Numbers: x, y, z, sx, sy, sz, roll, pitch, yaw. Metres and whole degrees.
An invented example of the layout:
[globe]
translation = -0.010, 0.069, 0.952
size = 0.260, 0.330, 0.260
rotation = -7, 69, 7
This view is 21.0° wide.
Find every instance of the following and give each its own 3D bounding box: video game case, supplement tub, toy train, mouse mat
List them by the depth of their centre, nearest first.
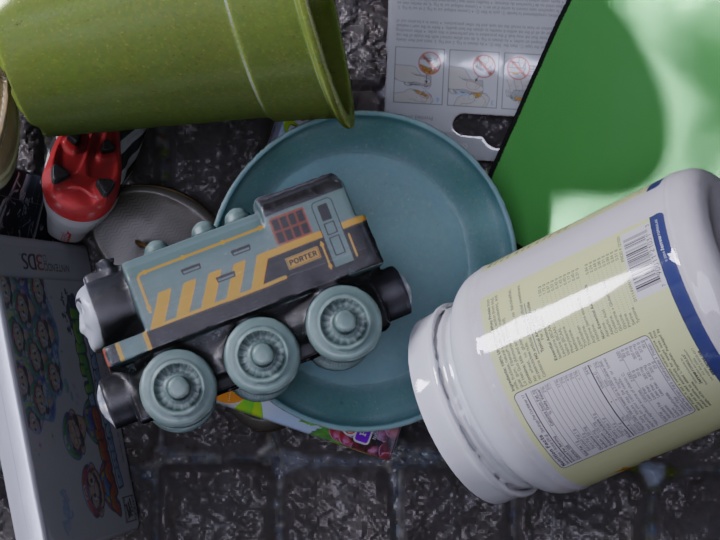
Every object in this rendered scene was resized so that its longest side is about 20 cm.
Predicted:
[supplement tub]
translation = 0.143, 0.043, 1.136
size = 0.199, 0.145, 0.146
rotation = -27, 84, 25
[toy train]
translation = -0.071, 0.022, 1.166
size = 0.199, 0.085, 0.115
rotation = -21, 84, -6
[mouse mat]
translation = 0.168, -0.088, 1.226
size = 0.160, 0.008, 0.201
rotation = 29, 98, 33
[video game case]
translation = -0.197, 0.079, 1.257
size = 0.024, 0.182, 0.202
rotation = -12, 86, 10

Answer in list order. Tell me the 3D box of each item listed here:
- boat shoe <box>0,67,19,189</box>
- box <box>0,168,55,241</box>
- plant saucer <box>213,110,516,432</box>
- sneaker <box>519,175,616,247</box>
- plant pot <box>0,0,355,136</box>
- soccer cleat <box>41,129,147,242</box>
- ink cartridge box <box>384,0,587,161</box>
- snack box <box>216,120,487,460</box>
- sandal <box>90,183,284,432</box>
[boat shoe]
translation = -0.243, -0.134, 1.173
size = 0.072, 0.065, 0.201
rotation = -2, 53, -12
[box]
translation = -0.288, 0.010, 1.266
size = 0.103, 0.200, 0.184
rotation = 14, 91, 10
[plant saucer]
translation = 0.000, 0.000, 1.232
size = 0.198, 0.036, 0.202
rotation = -1, 93, -10
[sneaker]
translation = 0.174, 0.012, 1.257
size = 0.075, 0.081, 0.201
rotation = -43, 62, 18
[plant pot]
translation = -0.117, -0.161, 1.166
size = 0.188, 0.200, 0.202
rotation = -13, 86, 6
[soccer cleat]
translation = -0.171, -0.111, 1.313
size = 0.068, 0.085, 0.201
rotation = 19, 64, -9
[ink cartridge box]
translation = 0.097, -0.177, 1.297
size = 0.161, 0.057, 0.202
rotation = 4, 108, 9
[snack box]
translation = -0.017, 0.006, 1.274
size = 0.141, 0.053, 0.201
rotation = 19, 90, -9
[sandal]
translation = -0.109, 0.023, 1.309
size = 0.081, 0.055, 0.201
rotation = -35, 83, 6
